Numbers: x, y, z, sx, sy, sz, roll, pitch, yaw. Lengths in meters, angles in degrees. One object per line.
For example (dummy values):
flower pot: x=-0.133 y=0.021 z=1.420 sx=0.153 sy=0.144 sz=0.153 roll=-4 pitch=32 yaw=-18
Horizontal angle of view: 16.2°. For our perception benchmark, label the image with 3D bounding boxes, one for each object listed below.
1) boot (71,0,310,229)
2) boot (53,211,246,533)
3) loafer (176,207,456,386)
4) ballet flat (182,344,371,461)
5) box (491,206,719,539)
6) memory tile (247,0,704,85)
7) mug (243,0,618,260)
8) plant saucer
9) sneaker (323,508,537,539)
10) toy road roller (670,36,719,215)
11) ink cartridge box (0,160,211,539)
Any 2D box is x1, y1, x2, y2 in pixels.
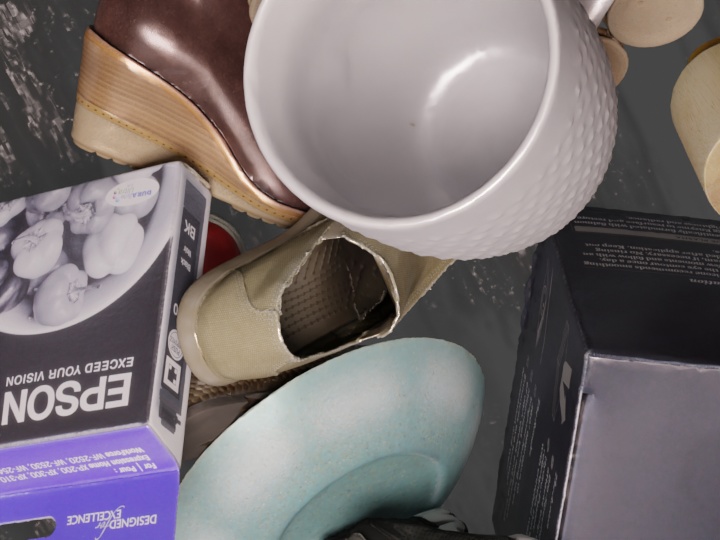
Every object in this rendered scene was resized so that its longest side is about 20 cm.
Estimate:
boot: x=-0.037 y=-0.113 z=1.290 sx=0.199 sy=0.072 sz=0.167 roll=18 pitch=102 yaw=-21
boot: x=-0.111 y=0.075 z=1.324 sx=0.072 sy=0.144 sz=0.201 roll=19 pitch=109 yaw=-8
loafer: x=0.000 y=0.000 z=1.252 sx=0.200 sy=0.068 sz=0.076 roll=-37 pitch=120 yaw=-34
ballet flat: x=-0.047 y=0.060 z=1.320 sx=0.046 sy=0.200 sz=0.067 roll=50 pitch=123 yaw=24
box: x=0.144 y=0.095 z=1.310 sx=0.117 sy=0.200 sz=0.197 roll=6 pitch=113 yaw=-4
memory tile: x=0.057 y=-0.131 z=1.247 sx=0.200 sy=0.017 sz=0.153 roll=25 pitch=131 yaw=-37
mug: x=0.061 y=-0.098 z=1.168 sx=0.148 sy=0.175 sz=0.200 roll=39 pitch=96 yaw=21
plant saucer: x=-0.010 y=0.119 z=1.338 sx=0.200 sy=0.039 sz=0.201 roll=-26 pitch=148 yaw=-18
sneaker: x=0.033 y=0.159 z=1.254 sx=0.090 sy=0.200 sz=0.067 roll=-2 pitch=94 yaw=-20
toy road roller: x=0.272 y=-0.062 z=1.296 sx=0.199 sy=0.123 sz=0.146 roll=-20 pitch=123 yaw=6
ink cartridge box: x=-0.171 y=0.057 z=1.260 sx=0.197 sy=0.201 sz=0.043 roll=-11 pitch=150 yaw=28
